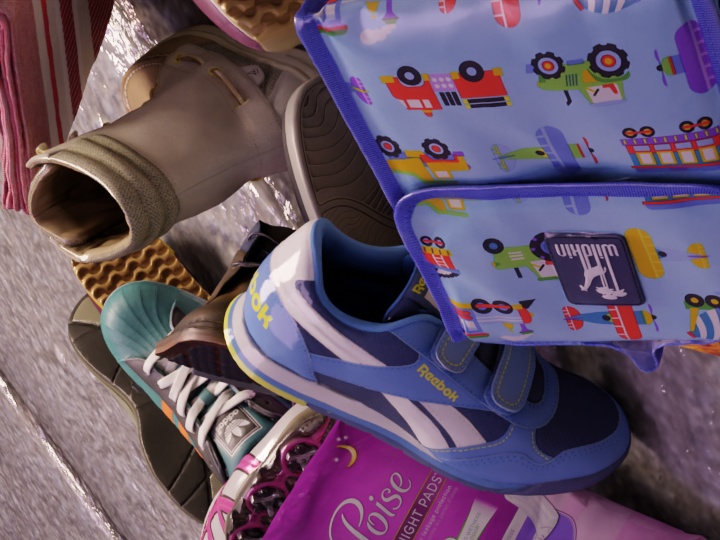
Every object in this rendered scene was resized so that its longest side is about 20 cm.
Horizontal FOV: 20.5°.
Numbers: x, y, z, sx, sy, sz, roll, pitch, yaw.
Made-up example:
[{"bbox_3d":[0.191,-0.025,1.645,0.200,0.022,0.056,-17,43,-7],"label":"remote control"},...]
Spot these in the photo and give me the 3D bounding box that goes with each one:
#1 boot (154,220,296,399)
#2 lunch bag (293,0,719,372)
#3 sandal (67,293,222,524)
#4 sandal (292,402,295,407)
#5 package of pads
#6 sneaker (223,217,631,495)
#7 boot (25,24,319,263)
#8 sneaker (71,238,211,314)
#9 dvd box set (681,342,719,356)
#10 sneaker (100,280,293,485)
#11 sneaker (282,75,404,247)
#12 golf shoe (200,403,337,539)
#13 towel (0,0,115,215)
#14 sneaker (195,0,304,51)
[{"bbox_3d":[-0.059,0.011,1.052,0.075,0.097,0.200,15,174,2],"label":"boot"},{"bbox_3d":[0.085,-0.045,0.755,0.150,0.094,0.200,-4,128,25],"label":"lunch bag"},{"bbox_3d":[-0.127,0.089,1.360,0.201,0.080,0.057,53,171,29],"label":"sandal"},{"bbox_3d":[-0.017,0.065,1.147,0.203,0.050,0.083,33,141,46],"label":"sandal"},{"bbox_3d":[0.056,0.149,0.958,0.200,0.121,0.076,23,157,23],"label":"package of pads"},{"bbox_3d":[0.039,0.040,0.918,0.200,0.074,0.082,21,128,-8],"label":"sneaker"},{"bbox_3d":[-0.115,-0.067,1.063,0.200,0.154,0.072,14,129,54],"label":"boot"},{"bbox_3d":[-0.108,0.047,1.287,0.200,0.075,0.090,54,177,2],"label":"sneaker"},{"bbox_3d":[0.083,-0.046,0.874,0.200,0.029,0.147,15,130,55],"label":"dvd box set"},{"bbox_3d":[-0.077,0.081,1.199,0.200,0.071,0.080,42,-176,-2],"label":"sneaker"},{"bbox_3d":[0.000,0.000,1.018,0.106,0.075,0.200,-11,109,60],"label":"sneaker"},{"bbox_3d":[-0.053,0.130,1.107,0.092,0.072,0.200,-106,34,-45],"label":"golf shoe"},{"bbox_3d":[-0.164,-0.147,1.067,0.023,0.200,0.144,7,137,4],"label":"towel"},{"bbox_3d":[-0.081,-0.184,0.973,0.200,0.075,0.090,61,162,13],"label":"sneaker"}]
